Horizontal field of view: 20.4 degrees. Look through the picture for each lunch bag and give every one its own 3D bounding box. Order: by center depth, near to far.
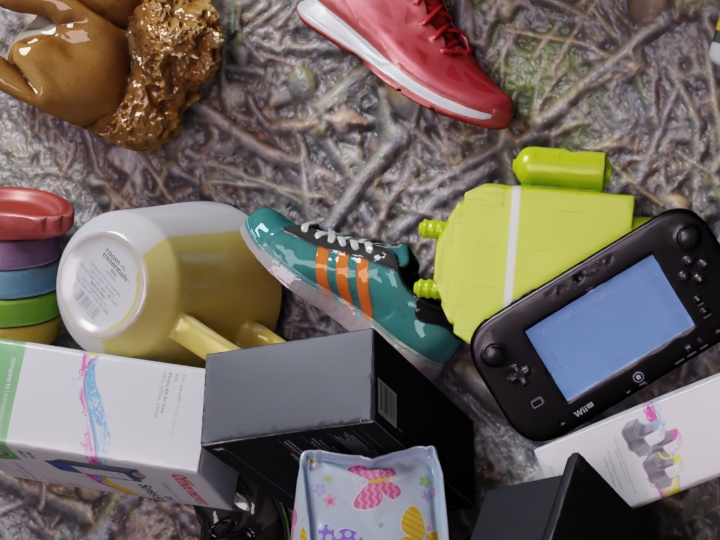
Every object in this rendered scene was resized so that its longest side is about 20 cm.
[{"bbox_3d":[0.003,0.247,1.438,0.126,0.170,0.202,-3,67,-5],"label":"lunch bag"}]

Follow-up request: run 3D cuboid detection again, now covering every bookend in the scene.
[{"bbox_3d":[0.126,0.241,1.435,0.198,0.093,0.200,-17,127,41],"label":"bookend"}]

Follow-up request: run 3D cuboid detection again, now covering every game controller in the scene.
[{"bbox_3d":[0.182,0.041,1.468,0.199,0.042,0.105,-31,90,7],"label":"game controller"}]

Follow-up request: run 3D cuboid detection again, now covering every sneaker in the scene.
[{"bbox_3d":[0.051,-0.198,1.540,0.199,0.078,0.116,33,105,16],"label":"sneaker"},{"bbox_3d":[0.000,0.000,1.577,0.199,0.071,0.080,36,103,9],"label":"sneaker"},{"bbox_3d":[-0.096,0.236,1.615,0.076,0.084,0.202,-22,84,21],"label":"sneaker"}]

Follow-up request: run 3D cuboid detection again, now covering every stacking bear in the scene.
[{"bbox_3d":[-0.299,0.039,1.679,0.120,0.114,0.202,1,105,-6],"label":"stacking bear"}]

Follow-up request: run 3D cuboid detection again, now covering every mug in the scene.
[{"bbox_3d":[-0.146,0.013,1.579,0.185,0.153,0.151,-2,86,27],"label":"mug"}]

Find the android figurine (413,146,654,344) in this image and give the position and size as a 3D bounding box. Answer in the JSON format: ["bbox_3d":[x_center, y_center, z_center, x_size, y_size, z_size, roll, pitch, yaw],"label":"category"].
[{"bbox_3d":[0.139,0.000,1.510,0.198,0.041,0.184,3,94,7],"label":"android figurine"}]

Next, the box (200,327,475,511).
[{"bbox_3d":[-0.013,0.123,1.508,0.140,0.200,0.080,-12,62,21],"label":"box"}]

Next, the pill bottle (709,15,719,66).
[{"bbox_3d":[0.325,-0.227,1.407,0.111,0.111,0.202,19,99,20],"label":"pill bottle"}]

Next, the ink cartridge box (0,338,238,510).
[{"bbox_3d":[-0.197,0.119,1.557,0.198,0.145,0.088,6,74,8],"label":"ink cartridge box"}]

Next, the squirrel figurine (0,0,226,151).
[{"bbox_3d":[-0.198,-0.206,1.629,0.199,0.142,0.188,26,91,5],"label":"squirrel figurine"}]

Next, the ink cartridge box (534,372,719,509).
[{"bbox_3d":[0.240,0.119,1.455,0.199,0.115,0.068,-24,84,21],"label":"ink cartridge box"}]
